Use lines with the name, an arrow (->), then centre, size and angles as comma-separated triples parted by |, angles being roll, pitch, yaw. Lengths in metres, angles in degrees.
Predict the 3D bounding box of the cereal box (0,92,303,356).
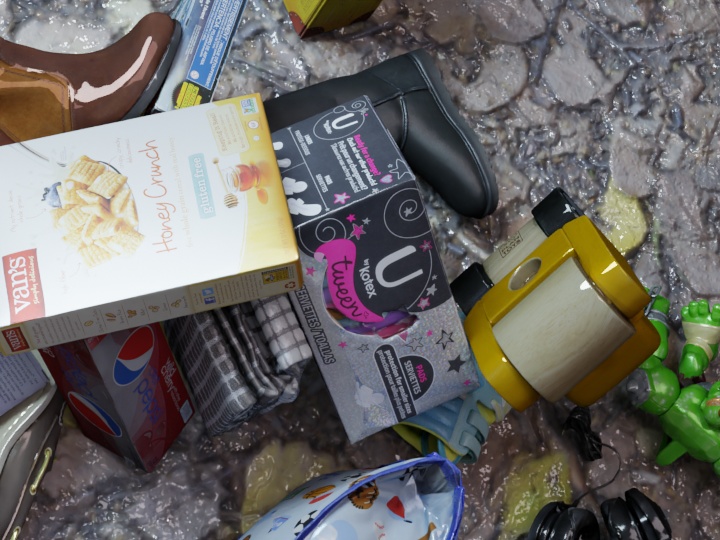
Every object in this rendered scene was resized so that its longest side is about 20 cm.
cereal box -> -0.146, -0.033, 0.939 | 0.197, 0.040, 0.145 | -13, 56, -6

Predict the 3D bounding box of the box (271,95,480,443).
box -> 0.000, 0.000, 1.059 | 0.113, 0.133, 0.202 | -23, 127, -3

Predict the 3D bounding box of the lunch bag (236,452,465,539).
lunch bag -> -0.022, 0.219, 1.053 | 0.124, 0.170, 0.200 | 48, 63, -8

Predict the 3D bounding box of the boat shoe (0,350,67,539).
boat shoe -> -0.255, 0.134, 1.052 | 0.060, 0.071, 0.202 | 58, 40, -42

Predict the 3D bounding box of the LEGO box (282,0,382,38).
LEGO box -> -0.020, -0.308, 1.199 | 0.076, 0.200, 0.151 | -19, 82, -24

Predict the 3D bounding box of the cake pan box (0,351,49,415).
cake pan box -> -0.330, 0.058, 0.973 | 0.183, 0.052, 0.201 | -35, 131, -11

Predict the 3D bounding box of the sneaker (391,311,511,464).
sneaker -> 0.110, 0.110, 1.190 | 0.197, 0.080, 0.132 | 9, 69, -8

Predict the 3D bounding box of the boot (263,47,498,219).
boot -> -0.001, -0.087, 1.211 | 0.198, 0.066, 0.166 | -22, 74, -28

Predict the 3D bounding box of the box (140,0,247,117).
box -> -0.143, -0.138, 1.100 | 0.039, 0.200, 0.139 | 23, 68, -15

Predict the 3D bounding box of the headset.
headset -> 0.189, 0.205, 1.167 | 0.201, 0.122, 0.095 | -81, 153, -50

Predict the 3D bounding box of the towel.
towel -> -0.108, 0.031, 1.061 | 0.085, 0.200, 0.167 | -24, 83, -13

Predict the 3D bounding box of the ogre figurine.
ogre figurine -> 0.304, 0.114, 1.256 | 0.201, 0.097, 0.120 | 54, 45, -15

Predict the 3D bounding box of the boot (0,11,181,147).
boot -> -0.243, -0.160, 0.976 | 0.188, 0.069, 0.200 | -40, 117, 9

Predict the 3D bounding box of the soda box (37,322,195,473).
soda box -> -0.179, 0.061, 1.025 | 0.069, 0.201, 0.064 | 26, 62, 22

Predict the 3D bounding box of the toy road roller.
toy road roller -> 0.164, 0.044, 1.087 | 0.123, 0.200, 0.146 | -42, 108, 12
